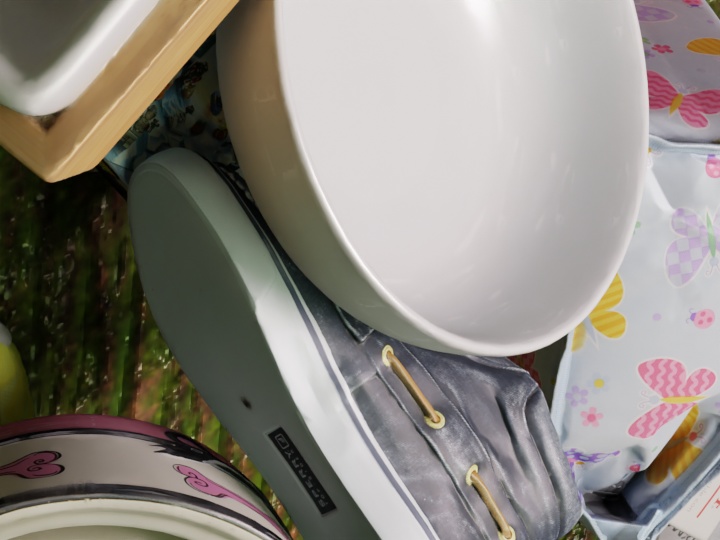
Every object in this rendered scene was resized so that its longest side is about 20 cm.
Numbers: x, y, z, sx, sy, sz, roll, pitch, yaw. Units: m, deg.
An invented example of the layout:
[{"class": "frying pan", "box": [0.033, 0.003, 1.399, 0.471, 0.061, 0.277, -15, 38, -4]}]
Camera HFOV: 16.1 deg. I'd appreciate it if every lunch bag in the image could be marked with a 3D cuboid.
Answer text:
[{"class": "lunch bag", "box": [0.108, -0.008, 1.086, 0.126, 0.170, 0.201, 0, 120, -17]}]

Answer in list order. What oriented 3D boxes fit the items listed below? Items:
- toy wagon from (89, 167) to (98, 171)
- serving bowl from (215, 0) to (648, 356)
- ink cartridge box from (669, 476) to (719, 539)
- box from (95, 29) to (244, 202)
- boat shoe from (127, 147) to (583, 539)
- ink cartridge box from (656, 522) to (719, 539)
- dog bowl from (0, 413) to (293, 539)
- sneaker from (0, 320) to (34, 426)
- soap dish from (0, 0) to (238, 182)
[{"class": "toy wagon", "box": [-0.067, -0.132, 0.937, 0.154, 0.039, 0.201, -5, 120, -44]}, {"class": "serving bowl", "box": [0.017, -0.068, 0.883, 0.199, 0.065, 0.202, 11, 76, -48]}, {"class": "ink cartridge box", "box": [0.156, 0.060, 1.277, 0.200, 0.067, 0.118, 30, 94, -51]}, {"class": "box", "box": [-0.056, -0.097, 0.909, 0.137, 0.040, 0.200, -48, 140, -8]}, {"class": "boat shoe", "box": [-0.002, 0.032, 0.915, 0.091, 0.071, 0.201, -34, 96, -33]}, {"class": "ink cartridge box", "box": [0.190, 0.196, 1.437, 0.200, 0.047, 0.160, -41, 140, -6]}, {"class": "dog bowl", "box": [-0.104, 0.139, 0.926, 0.198, 0.074, 0.201, -6, 124, -9]}, {"class": "sneaker", "box": [-0.150, 0.107, 0.995, 0.075, 0.076, 0.201, -18, 127, -34]}, {"class": "soap dish", "box": [-0.108, -0.137, 0.781, 0.158, 0.200, 0.081, -50, 159, -6]}]
